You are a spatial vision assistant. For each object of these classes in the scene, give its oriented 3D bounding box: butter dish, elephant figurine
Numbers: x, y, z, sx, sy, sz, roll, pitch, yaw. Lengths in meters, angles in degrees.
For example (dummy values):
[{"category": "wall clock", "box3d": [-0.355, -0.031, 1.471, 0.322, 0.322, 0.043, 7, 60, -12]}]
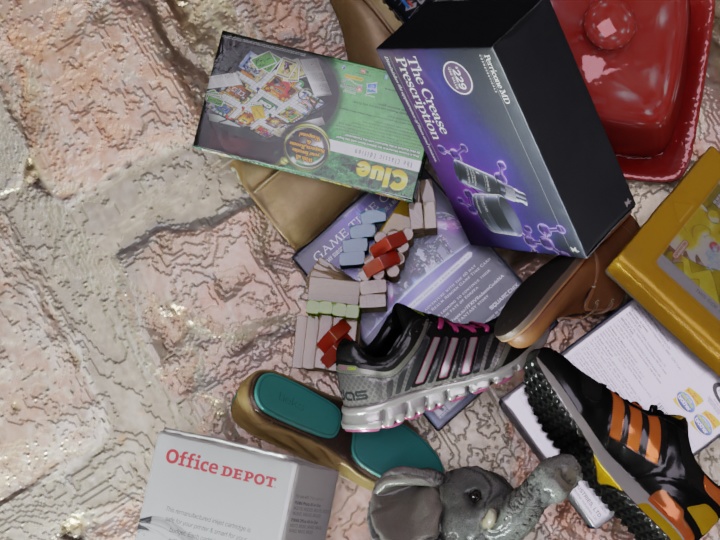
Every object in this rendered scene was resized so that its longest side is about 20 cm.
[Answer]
[{"category": "butter dish", "box3d": [0.203, -0.191, 1.311, 0.198, 0.148, 0.202, 10, 84, 4]}, {"category": "elephant figurine", "box3d": [0.074, 0.218, 1.263, 0.154, 0.142, 0.202, 24, 86, 9]}]

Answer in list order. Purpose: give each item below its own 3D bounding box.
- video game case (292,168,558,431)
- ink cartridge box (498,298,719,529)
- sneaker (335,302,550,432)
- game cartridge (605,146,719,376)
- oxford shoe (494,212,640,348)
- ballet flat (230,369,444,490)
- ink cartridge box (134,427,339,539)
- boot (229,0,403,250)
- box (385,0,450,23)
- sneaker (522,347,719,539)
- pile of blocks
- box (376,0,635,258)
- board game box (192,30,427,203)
[{"category": "video game case", "box3d": [0.056, 0.018, 1.357, 0.143, 0.019, 0.200, -40, 82, -3]}, {"category": "ink cartridge box", "box3d": [0.235, 0.106, 1.308, 0.199, 0.076, 0.137, -37, 83, 0]}, {"category": "sneaker", "box3d": [0.064, 0.061, 1.286, 0.198, 0.074, 0.088, -22, 101, -12]}, {"category": "game cartridge", "box3d": [0.326, 0.011, 1.296, 0.200, 0.033, 0.176, 41, 55, 6]}, {"category": "oxford shoe", "box3d": [0.185, 0.014, 1.288, 0.200, 0.071, 0.072, -40, 99, -38]}, {"category": "ballet flat", "box3d": [-0.021, 0.143, 1.321, 0.199, 0.063, 0.069, 29, 53, -16]}, {"category": "ink cartridge box", "box3d": [-0.112, 0.244, 1.281, 0.144, 0.083, 0.202, 9, 83, 30]}, {"category": "boot", "box3d": [-0.036, -0.148, 1.360, 0.200, 0.066, 0.176, -39, 77, 1]}, {"category": "box", "box3d": [0.077, -0.305, 1.318, 0.159, 0.200, 0.046, 52, 44, 8]}, {"category": "sneaker", "box3d": [0.215, 0.132, 1.243, 0.090, 0.070, 0.201, -36, 83, -17]}, {"category": "pile of blocks", "box3d": [0.000, 0.000, 1.322, 0.082, 0.062, 0.201, 30, 85, 6]}, {"category": "box", "box3d": [0.118, -0.116, 1.252, 0.079, 0.140, 0.201, -45, 121, -29]}, {"category": "board game box", "box3d": [-0.036, -0.131, 1.319, 0.198, 0.023, 0.106, 15, 86, 9]}]
